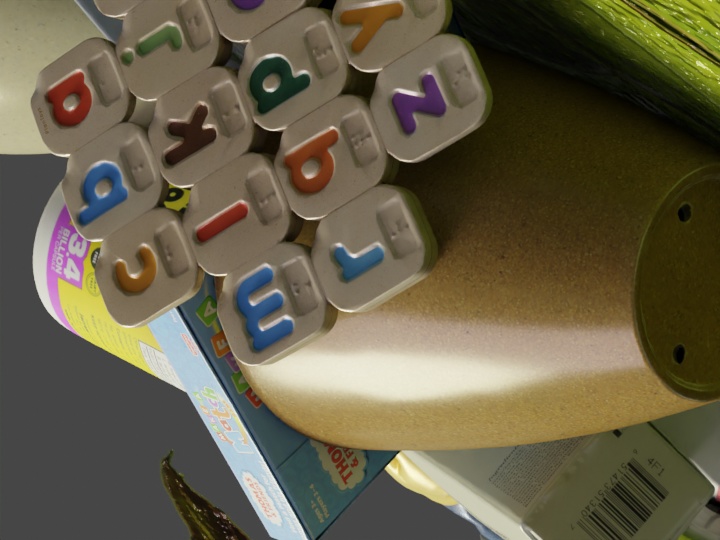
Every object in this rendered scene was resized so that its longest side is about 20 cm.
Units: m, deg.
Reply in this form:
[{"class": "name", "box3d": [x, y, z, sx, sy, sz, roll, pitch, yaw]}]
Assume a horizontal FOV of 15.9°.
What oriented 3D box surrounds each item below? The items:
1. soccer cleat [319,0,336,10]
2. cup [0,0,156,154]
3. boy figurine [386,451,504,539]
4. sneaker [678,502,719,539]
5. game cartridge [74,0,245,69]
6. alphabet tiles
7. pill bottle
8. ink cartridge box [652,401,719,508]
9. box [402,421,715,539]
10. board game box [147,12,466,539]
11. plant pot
[{"class": "soccer cleat", "box3d": [0.016, -0.087, 1.236, 0.200, 0.067, 0.076, 44, -173, 3]}, {"class": "cup", "box3d": [-0.132, -0.143, 1.319, 0.142, 0.202, 0.200, 15, 172, 6]}, {"class": "boy figurine", "box3d": [0.032, 0.085, 1.409, 0.200, 0.064, 0.124, 47, -178, -23]}, {"class": "sneaker", "box3d": [0.167, 0.165, 1.247, 0.078, 0.090, 0.200, 46, 170, -37]}, {"class": "game cartridge", "box3d": [-0.056, -0.083, 1.204, 0.200, 0.040, 0.133, 38, -170, -41]}, {"class": "alphabet tiles", "box3d": [-0.043, -0.069, 1.036, 0.015, 0.195, 0.201, 5, -122, -60]}, {"class": "pill bottle", "box3d": [-0.062, 0.013, 1.265, 0.199, 0.105, 0.104, 24, 166, 37]}, {"class": "ink cartridge box", "box3d": [0.168, 0.061, 1.321, 0.146, 0.085, 0.200, 42, 177, -17]}, {"class": "box", "box3d": [0.090, 0.094, 1.258, 0.068, 0.082, 0.200, 43, 176, -17]}, {"class": "board game box", "box3d": [0.000, 0.000, 1.152, 0.036, 0.200, 0.152, 7, 133, 48]}, {"class": "plant pot", "box3d": [0.070, -0.004, 1.057, 0.199, 0.187, 0.186, 9, 153, 50]}]
